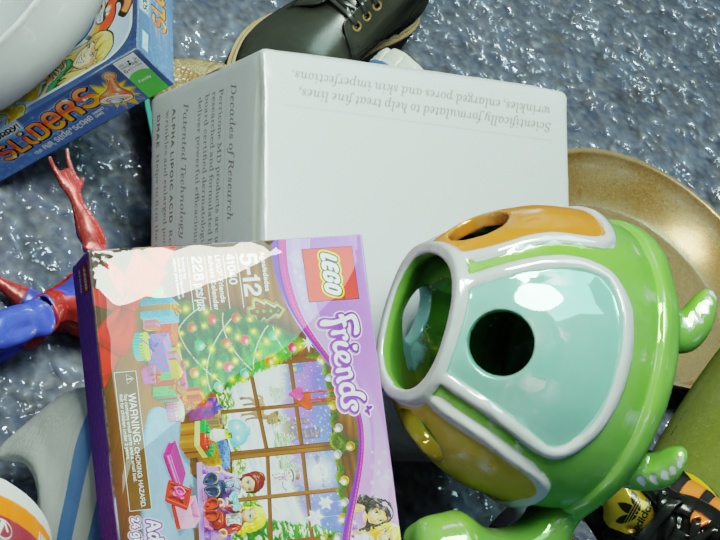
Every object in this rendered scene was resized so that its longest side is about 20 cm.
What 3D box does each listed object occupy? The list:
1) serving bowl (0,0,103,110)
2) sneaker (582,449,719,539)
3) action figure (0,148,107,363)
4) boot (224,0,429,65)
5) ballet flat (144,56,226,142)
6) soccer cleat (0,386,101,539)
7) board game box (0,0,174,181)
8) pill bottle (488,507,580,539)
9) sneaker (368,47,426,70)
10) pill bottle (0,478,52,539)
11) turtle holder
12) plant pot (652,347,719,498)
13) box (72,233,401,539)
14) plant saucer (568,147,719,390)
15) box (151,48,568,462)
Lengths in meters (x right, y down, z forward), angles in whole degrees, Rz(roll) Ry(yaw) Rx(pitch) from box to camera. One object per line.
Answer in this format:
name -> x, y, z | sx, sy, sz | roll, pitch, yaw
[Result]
serving bowl -> -0.207, -0.152, 1.202 | 0.066, 0.200, 0.200 | 45, 29, -40
sneaker -> 0.162, 0.140, 1.086 | 0.090, 0.070, 0.200 | 29, 4, -27
action figure -> -0.191, 0.008, 1.131 | 0.200, 0.065, 0.099 | -23, 80, -45
boot -> -0.004, -0.183, 1.391 | 0.077, 0.138, 0.200 | 40, 42, 3
ballet flat -> -0.089, -0.053, 1.255 | 0.065, 0.071, 0.200 | -9, 53, -1
soccer cleat -> -0.113, 0.156, 1.060 | 0.070, 0.086, 0.200 | -9, 77, -68
board game box -> -0.170, -0.156, 1.253 | 0.034, 0.135, 0.200 | 43, 30, -40
pill bottle -> 0.130, 0.221, 1.123 | 0.200, 0.114, 0.114 | 36, 40, 0
sneaker -> 0.047, -0.049, 1.348 | 0.089, 0.079, 0.200 | -39, 58, -11
pill bottle -> -0.189, 0.191, 0.929 | 0.109, 0.110, 0.200 | 16, 44, -22
turtle holder -> 0.072, 0.055, 1.060 | 0.132, 0.186, 0.141 | 15, 25, -30
plant pot -> 0.238, 0.132, 1.255 | 0.200, 0.187, 0.187 | -35, 75, -32
box -> -0.056, 0.086, 1.020 | 0.137, 0.039, 0.200 | -4, 80, -20
plant saucer -> 0.180, 0.006, 1.420 | 0.200, 0.035, 0.200 | 20, 43, -19
box -> 0.000, 0.000, 1.170 | 0.199, 0.131, 0.200 | 5, 80, -32
